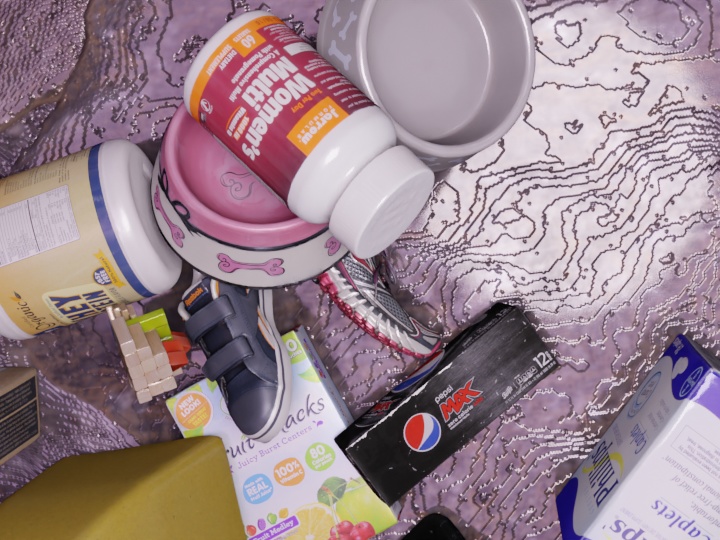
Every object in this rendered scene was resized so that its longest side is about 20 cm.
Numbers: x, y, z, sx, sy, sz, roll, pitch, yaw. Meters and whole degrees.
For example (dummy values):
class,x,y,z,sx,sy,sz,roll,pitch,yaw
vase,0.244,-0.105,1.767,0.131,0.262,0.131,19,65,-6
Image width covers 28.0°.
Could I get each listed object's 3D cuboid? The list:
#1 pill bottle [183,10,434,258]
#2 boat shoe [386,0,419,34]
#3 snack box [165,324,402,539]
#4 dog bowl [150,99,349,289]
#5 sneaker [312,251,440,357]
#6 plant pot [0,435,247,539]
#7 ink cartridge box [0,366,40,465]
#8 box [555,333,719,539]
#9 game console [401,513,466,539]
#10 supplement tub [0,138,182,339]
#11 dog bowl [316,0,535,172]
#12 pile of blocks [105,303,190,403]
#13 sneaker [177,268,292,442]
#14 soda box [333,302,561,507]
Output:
class,x,y,z,sx,sy,sz,roll,pitch,yaw
pill bottle,-0.041,-0.108,1.161,0.200,0.109,0.110,43,99,18
boat shoe,-0.010,-0.272,1.282,0.065,0.073,0.200,-34,100,34
snack box,-0.070,0.173,1.336,0.141,0.053,0.201,-28,91,7
dog bowl,-0.085,-0.089,1.251,0.198,0.074,0.202,1,62,-2
sneaker,0.000,0.000,1.298,0.075,0.081,0.200,-45,93,-5
plant pot,-0.229,0.275,1.265,0.194,0.200,0.196,-11,95,28
ink cartridge box,-0.413,0.136,1.315,0.198,0.165,0.076,0,96,6
box,0.266,0.174,1.232,0.105,0.184,0.201,35,98,1
game console,0.074,0.360,1.357,0.200,0.116,0.176,-46,59,8
supplement tub,-0.275,-0.022,1.293,0.198,0.144,0.146,-19,94,8
dog bowl,0.063,-0.184,1.233,0.198,0.059,0.202,0,91,-27
pile of blocks,-0.183,0.060,1.270,0.062,0.200,0.083,-19,94,-11
sneaker,-0.116,0.055,1.268,0.078,0.079,0.201,-38,49,33
soda box,0.075,0.116,1.280,0.199,0.063,0.071,-39,99,-8
